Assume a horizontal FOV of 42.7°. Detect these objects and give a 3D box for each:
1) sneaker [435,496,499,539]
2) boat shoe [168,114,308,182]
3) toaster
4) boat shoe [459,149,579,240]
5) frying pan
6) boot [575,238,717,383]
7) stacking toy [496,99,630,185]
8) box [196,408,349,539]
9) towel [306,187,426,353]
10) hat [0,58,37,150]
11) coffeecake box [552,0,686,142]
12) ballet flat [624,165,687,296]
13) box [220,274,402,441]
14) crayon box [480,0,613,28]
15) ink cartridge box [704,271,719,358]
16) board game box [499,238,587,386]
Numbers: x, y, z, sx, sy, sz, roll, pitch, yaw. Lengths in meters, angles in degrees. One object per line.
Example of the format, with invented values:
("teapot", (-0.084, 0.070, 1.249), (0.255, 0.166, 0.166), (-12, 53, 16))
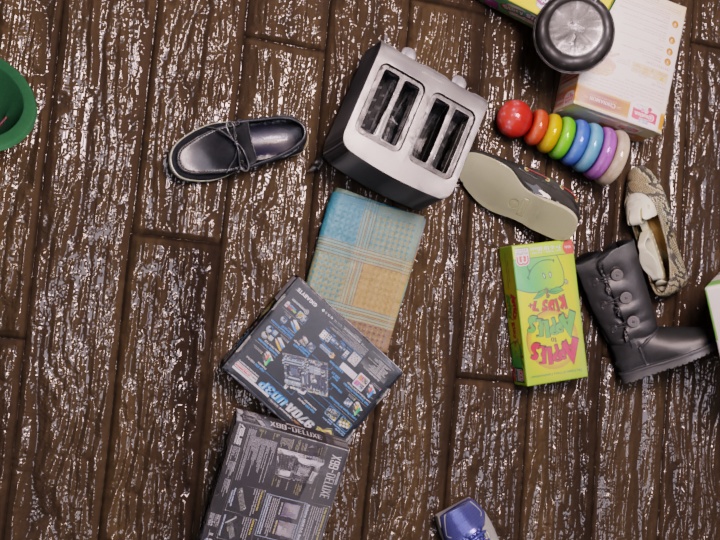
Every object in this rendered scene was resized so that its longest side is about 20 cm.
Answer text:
("sneaker", (0.188, 0.417, 1.281), (0.080, 0.115, 0.202), (-26, 95, -16))
("boat shoe", (-0.161, -0.168, 1.236), (0.197, 0.062, 0.076), (-14, 93, -15))
("toaster", (0.055, -0.192, 1.270), (0.179, 0.119, 0.203), (26, 81, -12))
("boat shoe", (0.231, -0.118, 1.350), (0.199, 0.074, 0.063), (29, 39, -2))
("frying pan", (0.326, -0.358, 1.281), (0.189, 0.031, 0.115), (-40, 82, 5))
("boot", (0.428, 0.046, 1.375), (0.162, 0.066, 0.203), (-22, 92, 7))
("stacking toy", (0.294, -0.199, 1.362), (0.197, 0.085, 0.087), (20, 82, -10))
("box", (-0.117, 0.300, 1.206), (0.155, 0.050, 0.203), (16, 95, -11))
("towel", (0.000, 0.000, 1.296), (0.144, 0.022, 0.204), (18, 85, -14))
("hat", (-0.516, -0.153, 1.156), (0.164, 0.176, 0.201), (31, 42, -10))
("coffeecake box", (0.392, -0.318, 1.396), (0.151, 0.073, 0.204), (15, 83, -13))
("ballet flat", (0.440, -0.056, 1.397), (0.075, 0.067, 0.203), (-23, 96, -39))
("box", (-0.064, 0.131, 1.246), (0.200, 0.046, 0.159), (41, 86, -10))
("crayon box", (0.283, -0.440, 1.338), (0.198, 0.058, 0.174), (29, 88, 10))
("ink cartridge box", (0.583, 0.071, 1.371), (0.199, 0.083, 0.148), (-18, 94, -59))
("board game box", (0.269, 0.061, 1.356), (0.100, 0.048, 0.204), (-6, 89, -17))
